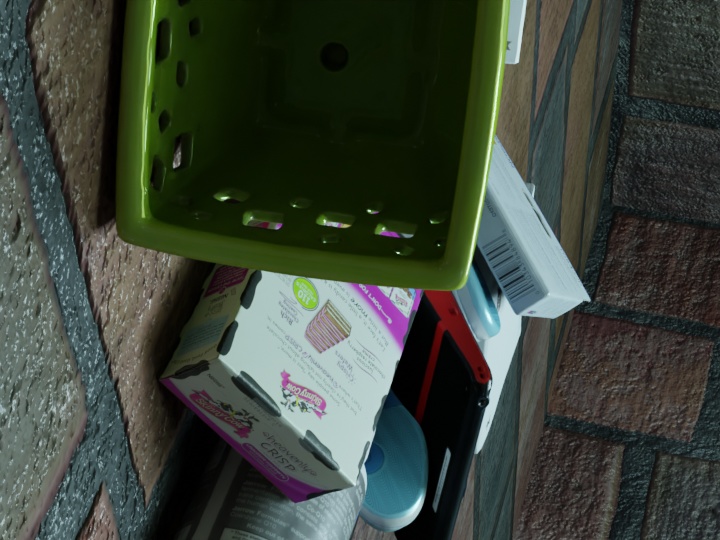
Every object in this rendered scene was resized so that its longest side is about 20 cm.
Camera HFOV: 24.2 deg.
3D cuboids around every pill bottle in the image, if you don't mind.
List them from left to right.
[{"bbox_3d":[-0.061,0.168,1.158,0.114,0.113,0.201,88,18,-45],"label":"pill bottle"}]

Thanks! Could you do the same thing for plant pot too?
[{"bbox_3d":[-0.017,-0.116,0.946,0.182,0.199,0.200,-64,162,-73],"label":"plant pot"}]

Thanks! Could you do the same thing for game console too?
[{"bbox_3d":[0.055,0.124,1.320,0.177,0.031,0.201,-120,-144,-57],"label":"game console"}]

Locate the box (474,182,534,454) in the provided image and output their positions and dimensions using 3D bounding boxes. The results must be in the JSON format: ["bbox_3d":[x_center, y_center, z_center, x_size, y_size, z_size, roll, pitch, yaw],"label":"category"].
[{"bbox_3d":[0.085,0.035,1.660,0.200,0.130,0.200,-64,161,-50],"label":"box"}]

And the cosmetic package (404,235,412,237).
[{"bbox_3d":[0.000,0.000,1.310,0.113,0.081,0.200,112,2,-46],"label":"cosmetic package"}]

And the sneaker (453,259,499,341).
[{"bbox_3d":[0.027,-0.011,1.478,0.201,0.130,0.080,67,12,15],"label":"sneaker"}]

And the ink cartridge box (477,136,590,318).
[{"bbox_3d":[0.130,-0.049,1.531,0.197,0.043,0.200,61,13,12],"label":"ink cartridge box"}]

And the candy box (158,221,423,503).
[{"bbox_3d":[-0.038,0.033,1.117,0.136,0.061,0.201,46,43,-26],"label":"candy box"}]

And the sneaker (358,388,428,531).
[{"bbox_3d":[-0.003,0.154,1.337,0.201,0.079,0.131,-114,-159,-44],"label":"sneaker"}]

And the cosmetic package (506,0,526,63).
[{"bbox_3d":[0.091,-0.245,1.438,0.200,0.107,0.085,-78,175,-69],"label":"cosmetic package"}]
